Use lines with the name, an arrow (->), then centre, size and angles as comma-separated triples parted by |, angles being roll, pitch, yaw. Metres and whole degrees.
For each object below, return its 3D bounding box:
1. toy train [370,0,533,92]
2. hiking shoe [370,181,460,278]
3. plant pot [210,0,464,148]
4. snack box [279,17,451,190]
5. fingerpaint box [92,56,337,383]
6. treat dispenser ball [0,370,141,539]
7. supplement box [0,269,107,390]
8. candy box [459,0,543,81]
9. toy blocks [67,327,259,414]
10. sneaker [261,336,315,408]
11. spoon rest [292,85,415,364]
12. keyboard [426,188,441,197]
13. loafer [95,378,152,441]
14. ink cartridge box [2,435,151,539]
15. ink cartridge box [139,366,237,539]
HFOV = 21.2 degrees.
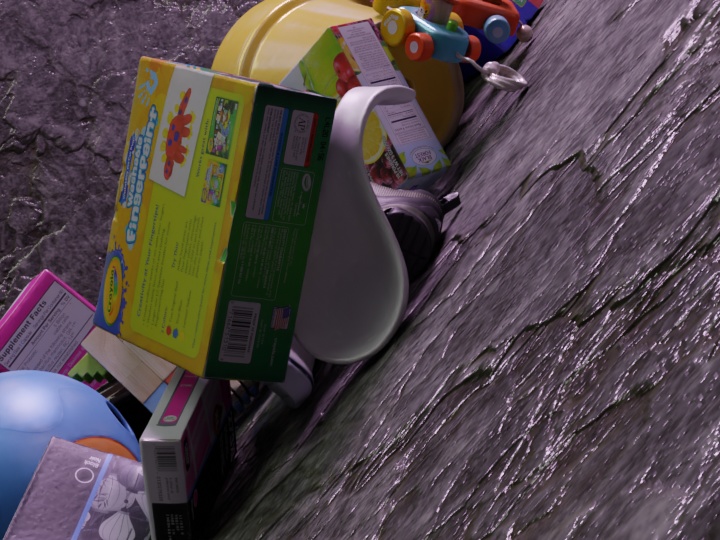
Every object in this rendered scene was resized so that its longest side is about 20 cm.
toy train -> 0.085, -0.214, 1.590 | 0.200, 0.149, 0.056 | -92, 19, -67
hiking shoe -> -0.025, -0.024, 1.433 | 0.198, 0.076, 0.101 | -1, 20, 26
plant pot -> -0.009, -0.154, 1.712 | 0.201, 0.201, 0.188 | -53, 26, -18
snack box -> -0.025, -0.091, 1.579 | 0.053, 0.143, 0.200 | -16, -18, -39
fingerpaint box -> -0.105, -0.038, 1.354 | 0.166, 0.073, 0.202 | 18, 99, 53
treat dispenser ball -> -0.267, 0.181, 1.537 | 0.201, 0.201, 0.201 | -49, 9, 10
supplement box -> -0.243, 0.103, 1.731 | 0.104, 0.200, 0.101 | -53, 9, -19
candy box -> 0.054, -0.253, 1.808 | 0.077, 0.169, 0.200 | -56, 11, -18
toy blocks -> -0.128, 0.056, 1.589 | 0.200, 0.137, 0.100 | -46, -16, -8
sneaker -> -0.058, 0.049, 1.445 | 0.071, 0.073, 0.200 | -48, 11, -1
spoon rest -> -0.005, -0.035, 1.323 | 0.099, 0.060, 0.202 | -1, 76, 33
keyboard -> 0.000, 0.000, 1.572 | 0.200, 0.011, 0.057 | -43, 17, 44
loafer -> -0.171, 0.094, 1.670 | 0.199, 0.073, 0.071 | -30, 45, -9
ink cartridge box -> -0.207, 0.211, 1.365 | 0.201, 0.099, 0.039 | -73, 0, -46
ink cartridge box -> -0.122, 0.120, 1.430 | 0.200, 0.037, 0.096 | -75, -18, -65
